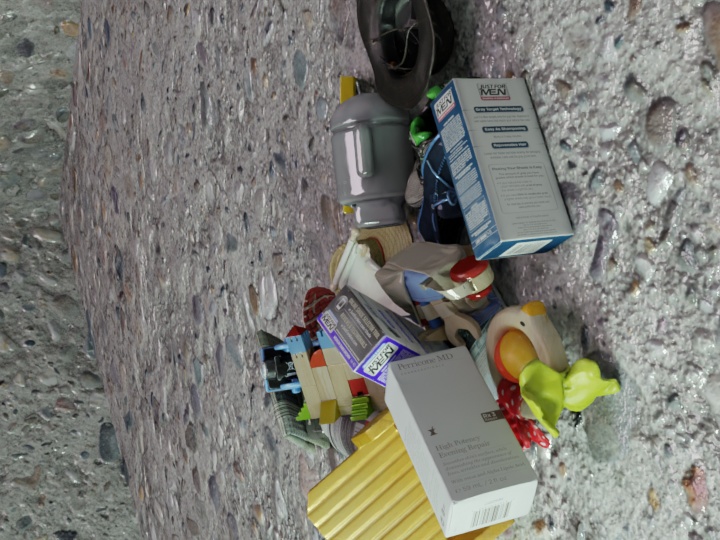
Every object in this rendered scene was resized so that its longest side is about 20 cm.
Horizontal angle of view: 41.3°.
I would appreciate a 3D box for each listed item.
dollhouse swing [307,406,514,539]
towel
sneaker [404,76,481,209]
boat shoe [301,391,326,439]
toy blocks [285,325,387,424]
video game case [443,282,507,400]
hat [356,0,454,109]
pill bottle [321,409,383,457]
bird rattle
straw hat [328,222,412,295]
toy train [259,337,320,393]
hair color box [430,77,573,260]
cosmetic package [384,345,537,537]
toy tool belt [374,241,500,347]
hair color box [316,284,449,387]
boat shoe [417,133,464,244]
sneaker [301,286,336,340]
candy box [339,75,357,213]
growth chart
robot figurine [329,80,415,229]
[{"bbox_3d":[0.045,0.298,1.207,0.200,0.176,0.182,50,164,5],"label":"dollhouse swing"},{"bbox_3d":[-0.119,0.211,1.634,0.200,0.035,0.193,45,-156,-64],"label":"towel"},{"bbox_3d":[0.090,-0.162,1.222,0.078,0.085,0.200,59,145,39],"label":"sneaker"},{"bbox_3d":[-0.085,0.196,1.622,0.057,0.067,0.200,-31,49,12],"label":"boat shoe"},{"bbox_3d":[-0.013,0.126,1.330,0.200,0.100,0.137,-11,102,26],"label":"toy blocks"},{"bbox_3d":[0.141,0.103,1.246,0.182,0.023,0.200,64,148,32],"label":"video game case"},{"bbox_3d":[0.073,-0.312,1.236,0.201,0.081,0.201,45,142,51],"label":"hat"},{"bbox_3d":[0.018,0.232,1.413,0.200,0.111,0.111,5,100,62],"label":"pill bottle"},{"bbox_3d":[0.194,0.120,1.080,0.200,0.113,0.163,126,130,-68],"label":"bird rattle"},{"bbox_3d":[0.000,0.000,1.427,0.201,0.085,0.201,20,112,60],"label":"straw hat"},{"bbox_3d":[-0.059,0.140,1.456,0.114,0.200,0.087,150,111,-72],"label":"toy train"},{"bbox_3d":[0.158,-0.117,1.084,0.061,0.100,0.200,-41,59,58],"label":"hair color box"},{"bbox_3d":[0.105,0.182,1.054,0.074,0.102,0.200,94,158,-44],"label":"cosmetic package"},{"bbox_3d":[0.113,0.035,1.163,0.200,0.125,0.123,11,133,62],"label":"toy tool belt"},{"bbox_3d":[0.050,0.103,1.183,0.065,0.200,0.109,-49,42,9],"label":"hair color box"},{"bbox_3d":[0.121,-0.093,1.193,0.200,0.084,0.069,86,159,-53],"label":"boat shoe"},{"bbox_3d":[-0.056,0.125,1.564,0.082,0.078,0.200,154,104,-67],"label":"sneaker"},{"bbox_3d":[-0.016,-0.190,1.440,0.102,0.026,0.200,-67,-24,-80],"label":"candy box"},{"bbox_3d":[0.030,0.053,1.338,0.200,0.018,0.145,47,138,17],"label":"growth chart"},{"bbox_3d":[0.018,-0.159,1.330,0.170,0.113,0.200,6,-103,-83],"label":"robot figurine"}]
